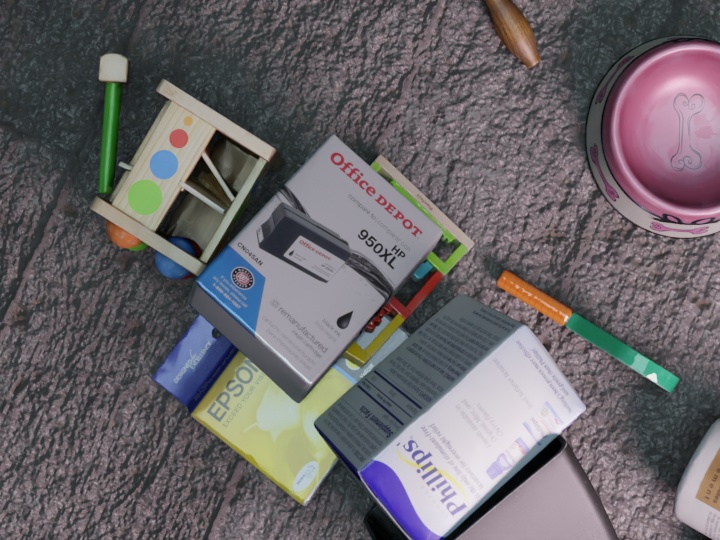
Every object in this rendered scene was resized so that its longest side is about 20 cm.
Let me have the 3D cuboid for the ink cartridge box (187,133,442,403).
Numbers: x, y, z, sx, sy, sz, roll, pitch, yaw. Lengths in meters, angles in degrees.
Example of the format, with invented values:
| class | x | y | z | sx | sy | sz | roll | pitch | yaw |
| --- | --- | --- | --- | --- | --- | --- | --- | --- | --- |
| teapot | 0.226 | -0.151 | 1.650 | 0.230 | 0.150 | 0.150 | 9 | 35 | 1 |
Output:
| class | x | y | z | sx | sy | sz | roll | pitch | yaw |
| --- | --- | --- | --- | --- | --- | --- | --- | --- | --- |
| ink cartridge box | -0.042 | -0.003 | 1.525 | 0.144 | 0.084 | 0.200 | 41 | 71 | 3 |

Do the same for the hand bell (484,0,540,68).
| class | x | y | z | sx | sy | sz | roll | pitch | yaw |
| --- | --- | --- | --- | --- | --- | --- | --- | --- | --- |
| hand bell | 0.120 | -0.288 | 1.604 | 0.104 | 0.104 | 0.201 | -34 | 100 | 0 |

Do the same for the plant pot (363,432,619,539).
| class | x | y | z | sx | sy | sz | roll | pitch | yaw |
| --- | --- | --- | --- | --- | --- | --- | --- | --- | --- |
| plant pot | 0.142 | 0.264 | 1.530 | 0.199 | 0.200 | 0.178 | -38 | 103 | 0 |

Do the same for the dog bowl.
| class | x | y | z | sx | sy | sz | roll | pitch | yaw |
| --- | --- | --- | --- | --- | --- | --- | --- | --- | --- |
| dog bowl | 0.320 | -0.134 | 1.590 | 0.197 | 0.074 | 0.203 | 0 | 88 | 2 |

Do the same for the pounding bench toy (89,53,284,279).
| class | x | y | z | sx | sy | sz | roll | pitch | yaw |
| --- | --- | --- | --- | --- | --- | --- | --- | --- | --- |
| pounding bench toy | -0.200 | -0.096 | 1.574 | 0.199 | 0.124 | 0.157 | 32 | 90 | 2 |

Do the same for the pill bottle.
| class | x | y | z | sx | sy | sz | roll | pitch | yaw |
| --- | --- | --- | --- | --- | --- | --- | --- | --- | --- |
| pill bottle | 0.403 | 0.228 | 1.526 | 0.199 | 0.114 | 0.115 | 28 | 89 | 24 |

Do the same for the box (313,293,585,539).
| class | x | y | z | sx | sy | sz | roll | pitch | yaw |
| --- | --- | --- | --- | --- | --- | --- | --- | --- | --- |
| box | 0.078 | 0.135 | 1.507 | 0.200 | 0.184 | 0.105 | -40 | 105 | -6 |

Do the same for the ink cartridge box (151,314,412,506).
| class | x | y | z | sx | sy | sz | roll | pitch | yaw |
| --- | --- | --- | --- | --- | --- | --- | --- | --- | --- |
| ink cartridge box | -0.073 | 0.090 | 1.607 | 0.199 | 0.047 | 0.198 | 37 | 89 | 0 |

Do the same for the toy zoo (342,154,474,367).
| class | x | y | z | sx | sy | sz | roll | pitch | yaw |
| --- | --- | --- | --- | --- | --- | --- | --- | --- | --- |
| toy zoo | 0.000 | 0.000 | 1.588 | 0.131 | 0.020 | 0.200 | 42 | 71 | 3 |

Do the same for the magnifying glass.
| class | x | y | z | sx | sy | sz | roll | pitch | yaw |
| --- | --- | --- | --- | --- | --- | --- | --- | --- | --- |
| magnifying glass | 0.221 | 0.059 | 1.592 | 0.199 | 0.080 | 0.023 | 34 | 93 | 12 |
